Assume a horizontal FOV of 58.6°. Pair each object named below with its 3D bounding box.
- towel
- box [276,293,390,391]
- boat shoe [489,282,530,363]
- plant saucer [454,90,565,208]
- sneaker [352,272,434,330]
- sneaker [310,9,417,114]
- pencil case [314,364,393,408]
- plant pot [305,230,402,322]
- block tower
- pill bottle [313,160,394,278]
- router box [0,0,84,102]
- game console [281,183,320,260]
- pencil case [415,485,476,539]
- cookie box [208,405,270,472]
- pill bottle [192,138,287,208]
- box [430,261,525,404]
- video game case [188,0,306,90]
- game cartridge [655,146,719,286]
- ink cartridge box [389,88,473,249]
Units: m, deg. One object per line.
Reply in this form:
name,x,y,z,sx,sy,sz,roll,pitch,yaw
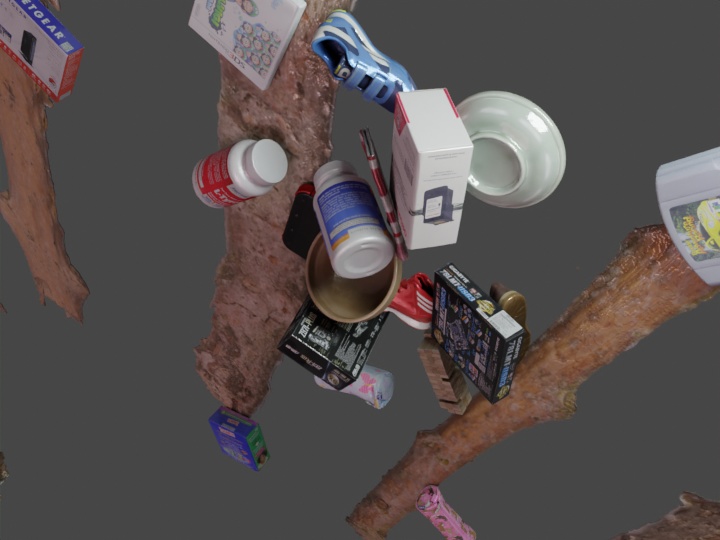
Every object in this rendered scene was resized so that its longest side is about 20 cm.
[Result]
towel,0.039,-0.131,1.099,0.023,0.144,0.201,-18,121,5
box,-0.051,0.119,1.340,0.164,0.200,0.086,36,143,-11
boat shoe,0.266,0.105,1.198,0.072,0.072,0.200,45,158,45
plant saucer,0.208,-0.171,0.981,0.200,0.050,0.201,22,139,21
sneaker,0.070,0.030,1.287,0.199,0.078,0.116,22,131,3
sneaker,0.004,-0.306,0.994,0.200,0.082,0.074,42,141,-5
pencil case,-0.016,0.266,1.565,0.199,0.083,0.091,15,113,31
plant pot,0.000,0.000,1.233,0.200,0.093,0.202,-2,86,29
block tower,0.181,0.219,1.378,0.054,0.058,0.201,2,127,37
pill bottle,-0.020,-0.096,1.128,0.112,0.112,0.201,110,149,-50
router box,-0.720,-0.507,1.428,0.200,0.049,0.179,46,142,-6
game console,-0.073,-0.075,1.331,0.176,0.031,0.200,31,142,3
pencil case,0.236,0.687,1.768,0.083,0.087,0.200,-33,106,19
cookie box,-0.415,0.579,2.209,0.171,0.075,0.201,17,137,27
pill bottle,-0.239,-0.195,1.279,0.200,0.112,0.112,-10,121,45
box,0.208,0.117,1.190,0.199,0.050,0.200,49,155,38
video game case,-0.197,-0.433,1.085,0.182,0.024,0.200,41,142,-1
game cartridge,0.486,-0.067,0.862,0.133,0.041,0.200,-14,117,51
ink cartridge box,0.102,-0.153,0.992,0.084,0.145,0.200,-7,140,-7
